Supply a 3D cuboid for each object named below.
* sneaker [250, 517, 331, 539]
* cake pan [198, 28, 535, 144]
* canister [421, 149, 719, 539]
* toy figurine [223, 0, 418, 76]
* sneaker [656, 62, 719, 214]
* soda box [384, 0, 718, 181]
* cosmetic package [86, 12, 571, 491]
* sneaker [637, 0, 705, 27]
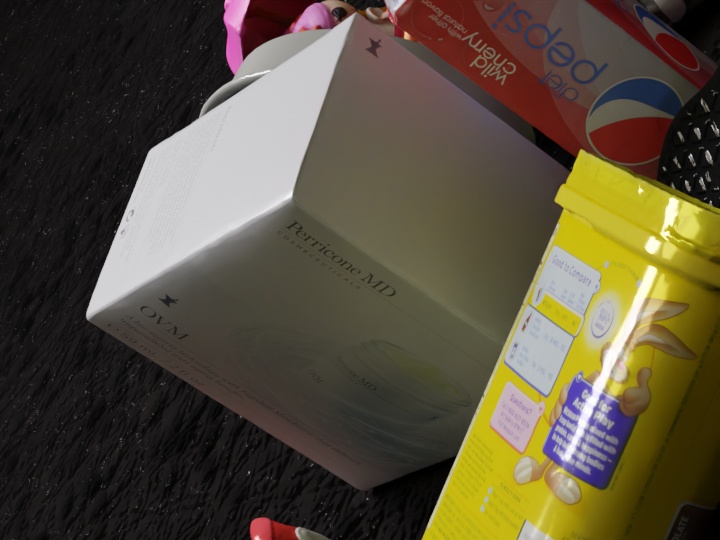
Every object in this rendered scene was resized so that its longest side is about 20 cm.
[{"bbox_3d":[-0.089,0.203,1.135,0.200,0.085,0.077,-46,26,24],"label":"sneaker"},{"bbox_3d":[0.010,-0.070,1.132,0.200,0.199,0.037,-22,47,52],"label":"cake pan"},{"bbox_3d":[0.109,0.063,0.892,0.201,0.086,0.148,-67,22,7],"label":"canister"},{"bbox_3d":[0.015,-0.137,1.171,0.200,0.182,0.151,-120,25,-60],"label":"toy figurine"},{"bbox_3d":[0.208,-0.077,0.946,0.072,0.082,0.201,66,146,37],"label":"sneaker"},{"bbox_3d":[0.105,-0.106,1.000,0.070,0.199,0.064,-46,27,23],"label":"soda box"},{"bbox_3d":[0.000,0.000,1.071,0.199,0.199,0.124,-28,36,48],"label":"cosmetic package"},{"bbox_3d":[0.162,-0.204,1.178,0.095,0.079,0.201,-39,37,23],"label":"sneaker"}]
